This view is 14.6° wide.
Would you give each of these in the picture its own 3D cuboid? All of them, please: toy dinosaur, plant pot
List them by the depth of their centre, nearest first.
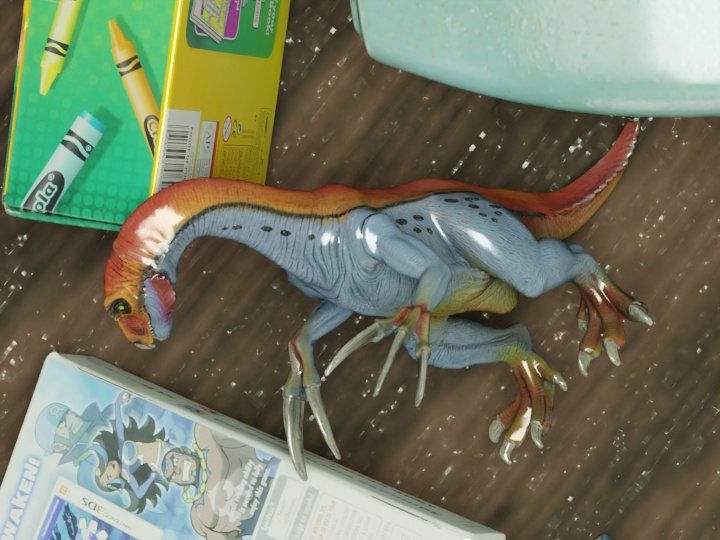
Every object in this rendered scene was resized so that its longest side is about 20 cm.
[{"bbox_3d":[0.094,-0.144,0.958,0.199,0.196,0.198,-7,94,9],"label":"plant pot"},{"bbox_3d":[0.000,0.000,0.972,0.181,0.201,0.105,31,130,-21],"label":"toy dinosaur"}]

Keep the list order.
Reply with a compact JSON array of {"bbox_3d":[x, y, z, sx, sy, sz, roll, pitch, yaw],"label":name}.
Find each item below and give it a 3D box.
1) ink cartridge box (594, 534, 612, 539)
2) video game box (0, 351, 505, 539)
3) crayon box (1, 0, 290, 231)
[{"bbox_3d":[0.118,0.212,1.036,0.115,0.068,0.200,-44,92,4],"label":"ink cartridge box"},{"bbox_3d":[-0.064,0.155,1.015,0.181,0.047,0.201,22,94,20],"label":"video game box"},{"bbox_3d":[-0.066,-0.116,0.985,0.058,0.119,0.201,9,94,16],"label":"crayon box"}]
